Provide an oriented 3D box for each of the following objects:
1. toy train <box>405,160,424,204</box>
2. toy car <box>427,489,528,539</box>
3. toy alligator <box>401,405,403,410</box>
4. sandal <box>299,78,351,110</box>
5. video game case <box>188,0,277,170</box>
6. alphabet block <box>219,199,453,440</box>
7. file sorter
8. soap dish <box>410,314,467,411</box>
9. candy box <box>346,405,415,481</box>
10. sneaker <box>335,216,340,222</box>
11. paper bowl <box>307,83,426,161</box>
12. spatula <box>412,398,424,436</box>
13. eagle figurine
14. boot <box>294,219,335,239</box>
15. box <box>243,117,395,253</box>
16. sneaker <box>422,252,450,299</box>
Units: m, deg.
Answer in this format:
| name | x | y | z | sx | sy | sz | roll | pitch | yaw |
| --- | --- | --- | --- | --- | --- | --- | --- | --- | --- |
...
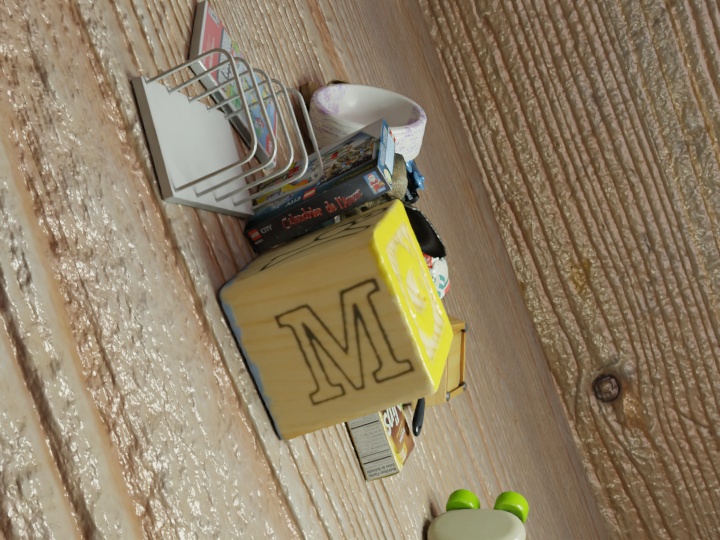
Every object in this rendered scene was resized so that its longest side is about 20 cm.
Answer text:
| name | x | y | z | sx | sy | sz | roll | pitch | yaw |
| --- | --- | --- | --- | --- | --- | --- | --- | --- | --- |
| toy train | 0.068 | -0.231 | 1.817 | 0.201 | 0.086 | 0.115 | 56 | 13 | -34 |
| toy car | 0.194 | 0.478 | 1.359 | 0.164 | 0.155 | 0.203 | -49 | 130 | -57 |
| toy alligator | 0.022 | 0.126 | 1.340 | 0.054 | 0.059 | 0.203 | -22 | -93 | 67 |
| sandal | -0.041 | -0.315 | 1.583 | 0.211 | 0.069 | 0.079 | -16 | 86 | -73 |
| video game case | -0.172 | -0.256 | 1.204 | 0.201 | 0.017 | 0.145 | 55 | 23 | -43 |
| alphabet block | -0.020 | 0.053 | 1.035 | 0.199 | 0.197 | 0.196 | 67 | 18 | -12 |
| file sorter | -0.145 | -0.157 | 1.004 | 0.200 | 0.123 | 0.141 | 7 | 64 | -71 |
| soap dish | 0.135 | 0.157 | 1.531 | 0.200 | 0.080 | 0.160 | 3 | 89 | -72 |
| candy box | 0.013 | 0.184 | 1.242 | 0.117 | 0.056 | 0.203 | -29 | 101 | -74 |
| sneaker | 0.000 | 0.000 | 1.376 | 0.077 | 0.077 | 0.203 | -63 | 140 | -70 |
| paper bowl | 0.007 | -0.233 | 1.466 | 0.202 | 0.197 | 0.106 | -78 | 178 | -60 |
| spatula | 0.090 | 0.190 | 1.343 | 0.201 | 0.020 | 0.057 | -83 | 164 | -63 |
| eagle figurine | 0.039 | -0.100 | 1.270 | 0.198 | 0.150 | 0.155 | 3 | 96 | -37 |
| boot | -0.052 | -0.041 | 1.268 | 0.199 | 0.072 | 0.164 | 54 | 18 | -47 |
| box | -0.050 | -0.111 | 1.116 | 0.038 | 0.198 | 0.137 | 55 | 23 | -28 |
| sneaker | 0.104 | 0.025 | 1.432 | 0.200 | 0.069 | 0.095 | -60 | 144 | -58 |
